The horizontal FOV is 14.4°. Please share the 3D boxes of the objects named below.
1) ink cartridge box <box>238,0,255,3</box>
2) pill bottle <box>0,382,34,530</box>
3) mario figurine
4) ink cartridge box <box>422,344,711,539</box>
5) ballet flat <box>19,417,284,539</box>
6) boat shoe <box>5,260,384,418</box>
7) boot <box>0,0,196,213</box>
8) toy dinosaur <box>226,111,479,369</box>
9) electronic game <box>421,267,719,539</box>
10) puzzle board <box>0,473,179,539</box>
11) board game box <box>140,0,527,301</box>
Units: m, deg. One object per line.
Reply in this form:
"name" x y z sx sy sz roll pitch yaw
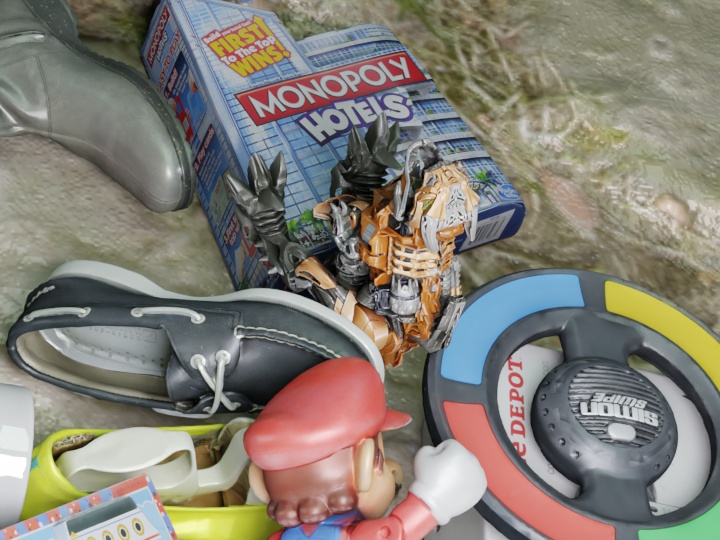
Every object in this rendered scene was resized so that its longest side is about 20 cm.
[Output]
"ink cartridge box" -0.119 -0.247 1.710 0.136 0.076 0.200 16 28 -12
"pill bottle" -0.261 0.080 1.361 0.200 0.109 0.109 9 48 -16
"mario figurine" 0.001 0.143 1.401 0.123 0.106 0.200 -2 81 1
"ink cartridge box" 0.141 0.130 1.525 0.200 0.083 0.147 13 48 -15
"ballet flat" -0.083 0.104 1.455 0.200 0.067 0.067 -1 52 -26
"boat shoe" -0.087 0.047 1.468 0.200 0.076 0.060 7 34 24
"boot" -0.193 -0.083 1.578 0.131 0.068 0.200 -26 58 -33
"toy dinosaur" 0.000 0.000 1.468 0.102 0.200 0.136 -4 51 -48
"electronic game" 0.127 0.079 1.475 0.200 0.042 0.200 12 48 -14
"puzzle board" -0.117 0.181 1.316 0.200 0.017 0.151 -17 82 -63
"board game box" -0.028 -0.085 1.649 0.200 0.062 0.200 -19 62 -36
